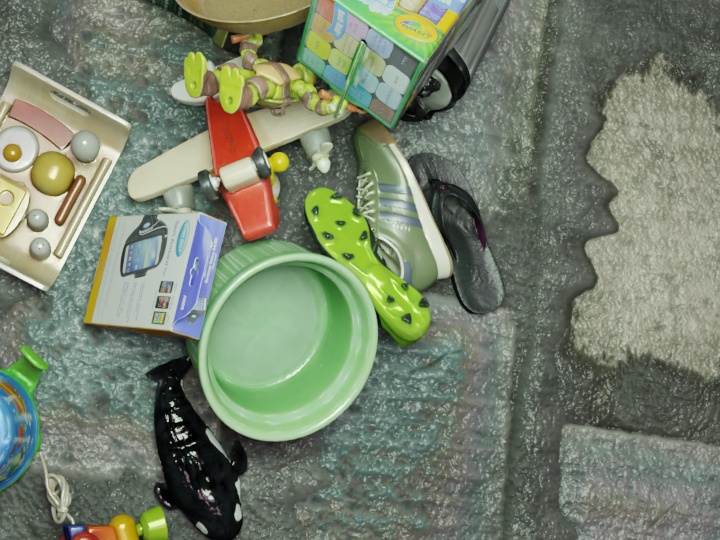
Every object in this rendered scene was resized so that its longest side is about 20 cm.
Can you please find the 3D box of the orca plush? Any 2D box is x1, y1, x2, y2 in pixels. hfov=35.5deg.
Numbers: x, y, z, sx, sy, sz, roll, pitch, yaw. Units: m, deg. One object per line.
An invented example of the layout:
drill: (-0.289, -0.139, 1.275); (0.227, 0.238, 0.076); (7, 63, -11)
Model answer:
orca plush: (-0.169, 0.191, 1.192); (0.103, 0.071, 0.204); (-6, 84, -14)

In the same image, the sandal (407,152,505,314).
sandal: (0.117, -0.049, 1.303); (0.074, 0.048, 0.203); (-26, 90, -15)

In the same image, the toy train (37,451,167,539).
toy train: (-0.252, 0.270, 1.162); (0.114, 0.084, 0.204); (-13, 86, -25)

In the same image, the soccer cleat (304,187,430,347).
soccer cleat: (0.000, 0.000, 1.229); (0.067, 0.081, 0.201); (-32, 77, -26)

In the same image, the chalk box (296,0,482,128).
chalk box: (0.022, -0.233, 1.064); (0.123, 0.125, 0.201); (35, 63, 2)

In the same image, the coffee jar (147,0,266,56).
coffee jar: (-0.182, -0.325, 1.247); (0.198, 0.085, 0.105); (29, 70, -8)

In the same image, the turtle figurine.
turtle figurine: (-0.100, -0.194, 1.128); (0.200, 0.065, 0.160); (41, 33, 26)

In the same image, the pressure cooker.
pressure cooker: (0.060, -0.274, 1.252); (0.174, 0.178, 0.202); (29, 77, -11)

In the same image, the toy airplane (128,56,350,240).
toy airplane: (-0.130, -0.128, 1.217); (0.197, 0.142, 0.201); (18, 65, 28)

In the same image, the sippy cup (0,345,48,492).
sippy cup: (-0.388, 0.160, 1.113); (0.137, 0.130, 0.181); (7, 82, -12)

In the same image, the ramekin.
ramekin: (-0.089, 0.066, 1.181); (0.197, 0.098, 0.204); (-9, 111, -24)

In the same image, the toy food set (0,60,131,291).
toy food set: (-0.349, -0.100, 1.191); (0.142, 0.060, 0.203); (27, 77, -9)

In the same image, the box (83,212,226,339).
box: (-0.206, 0.005, 1.147); (0.041, 0.198, 0.121); (21, 77, -42)

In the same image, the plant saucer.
plant saucer: (-0.095, -0.299, 1.158); (0.196, 0.036, 0.202); (-6, 44, 6)

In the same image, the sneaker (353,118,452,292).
sneaker: (0.024, -0.064, 1.272); (0.089, 0.067, 0.203); (-27, 92, -19)
